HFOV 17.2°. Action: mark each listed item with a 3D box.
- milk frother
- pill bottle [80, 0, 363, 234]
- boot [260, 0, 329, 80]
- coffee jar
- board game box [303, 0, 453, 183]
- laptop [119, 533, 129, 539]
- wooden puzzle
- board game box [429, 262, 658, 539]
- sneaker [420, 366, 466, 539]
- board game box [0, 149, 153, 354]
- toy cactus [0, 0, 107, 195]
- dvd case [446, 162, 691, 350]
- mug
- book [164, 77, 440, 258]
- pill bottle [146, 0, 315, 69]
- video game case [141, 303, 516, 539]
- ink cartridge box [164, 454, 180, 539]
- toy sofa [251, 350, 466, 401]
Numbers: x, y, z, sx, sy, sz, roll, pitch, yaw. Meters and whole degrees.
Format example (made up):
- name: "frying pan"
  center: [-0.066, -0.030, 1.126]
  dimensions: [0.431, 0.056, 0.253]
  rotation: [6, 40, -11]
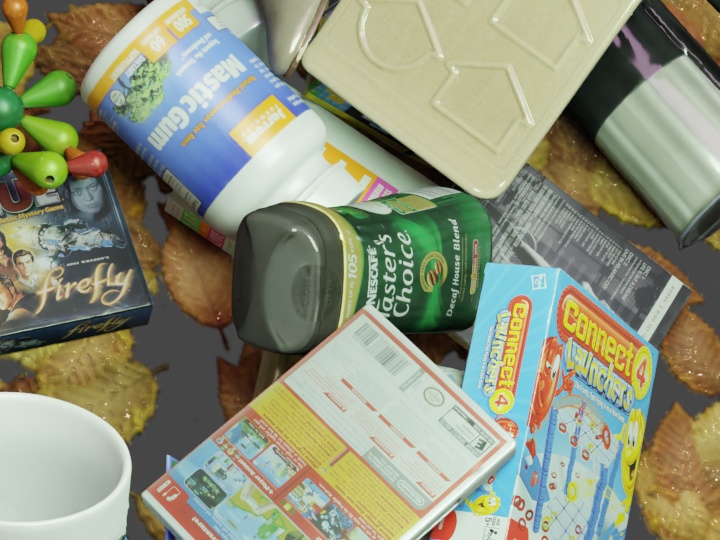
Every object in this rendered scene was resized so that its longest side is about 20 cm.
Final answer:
- name: "milk frother"
  center: [0.224, -0.132, 1.815]
  dimensions: [0.188, 0.181, 0.200]
  rotation: [50, 38, 14]
- name: "pill bottle"
  center: [-0.096, -0.098, 1.718]
  dimensions: [0.200, 0.112, 0.112]
  rotation: [44, 60, 3]
- name: "boot"
  center: [-0.084, -0.246, 1.742]
  dimensions: [0.146, 0.070, 0.200]
  rotation: [29, 49, -13]
- name: "coffee jar"
  center: [0.000, 0.000, 1.647]
  dimensions: [0.085, 0.104, 0.200]
  rotation: [15, 16, 41]
- name: "board game box"
  center: [0.053, -0.188, 1.855]
  dimensions: [0.165, 0.057, 0.200]
  rotation: [29, 55, -27]
- name: "laptop"
  center: [-0.121, 0.305, 1.509]
  dimensions: [0.200, 0.116, 0.187]
  rotation: [31, 58, -16]
- name: "wooden puzzle"
  center: [0.084, -0.177, 1.725]
  dimensions: [0.185, 0.046, 0.200]
  rotation: [38, 94, 16]
- name: "board game box"
  center: [0.130, 0.118, 1.636]
  dimensions: [0.056, 0.200, 0.196]
  rotation: [5, 75, 29]
- name: "sneaker"
  center: [0.033, 0.159, 1.634]
  dimensions: [0.072, 0.200, 0.072]
  rotation: [4, 17, -18]
- name: "board game box"
  center: [-0.264, -0.007, 1.714]
  dimensions: [0.200, 0.035, 0.136]
  rotation: [-12, 66, -21]
- name: "toy cactus"
  center: [-0.280, -0.112, 1.716]
  dimensions: [0.165, 0.102, 0.200]
  rotation: [-22, 54, -17]
- name: "dvd case"
  center: [0.135, 0.014, 1.790]
  dimensions: [0.200, 0.016, 0.149]
  rotation: [37, 68, -6]
- name: "mug"
  center: [-0.232, 0.177, 1.545]
  dimensions: [0.147, 0.176, 0.200]
  rotation: [0, 30, -16]
- name: "book"
  center: [-0.029, -0.042, 1.796]
  dimensions: [0.200, 0.048, 0.134]
  rotation: [33, 65, 3]
- name: "pill bottle"
  center: [-0.122, -0.245, 1.837]
  dimensions: [0.114, 0.114, 0.200]
  rotation: [-22, 69, -24]
- name: "video game case"
  center: [-0.019, 0.129, 1.524]
  dimensions: [0.200, 0.017, 0.143]
  rotation: [-39, 67, -18]
- name: "ink cartridge box"
  center: [-0.056, 0.203, 1.584]
  dimensions: [0.200, 0.042, 0.120]
  rotation: [33, 47, -46]
- name: "toy sofa"
  center: [0.023, 0.102, 1.716]
  dimensions: [0.200, 0.098, 0.083]
  rotation: [14, 84, -8]
